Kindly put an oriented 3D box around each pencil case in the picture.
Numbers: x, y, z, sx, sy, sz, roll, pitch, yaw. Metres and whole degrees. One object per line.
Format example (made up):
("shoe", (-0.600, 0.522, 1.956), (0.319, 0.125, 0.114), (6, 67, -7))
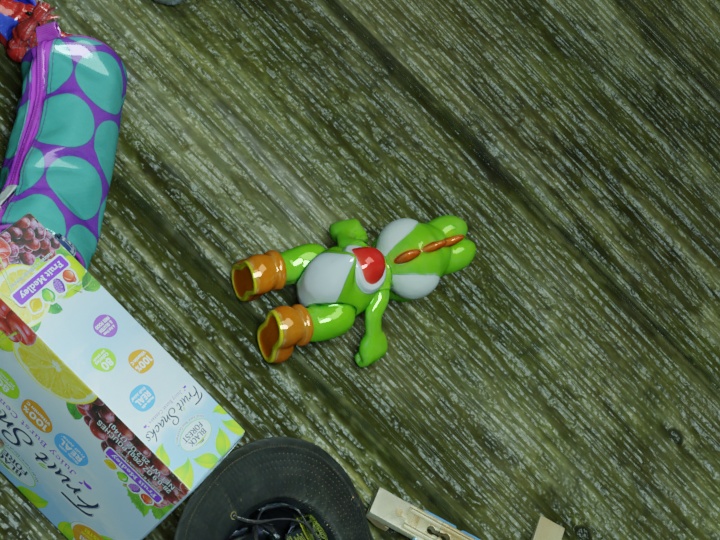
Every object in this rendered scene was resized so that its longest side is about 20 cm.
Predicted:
("pencil case", (-0.230, -0.081, 1.191), (0.093, 0.084, 0.201), (49, 35, -44))

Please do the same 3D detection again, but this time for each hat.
("hat", (-0.077, 0.216, 1.099), (0.200, 0.081, 0.203), (15, 68, -42))

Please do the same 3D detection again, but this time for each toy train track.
("toy train track", (0.092, 0.230, 1.244), (0.199, 0.033, 0.115), (29, 57, -7))

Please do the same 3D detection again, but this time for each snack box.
("snack box", (-0.194, 0.086, 1.053), (0.200, 0.169, 0.068), (46, 50, 0))

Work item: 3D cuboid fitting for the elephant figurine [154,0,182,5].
("elephant figurine", (-0.200, -0.321, 1.325), (0.199, 0.155, 0.143), (21, 74, -31))

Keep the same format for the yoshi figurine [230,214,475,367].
("yoshi figurine", (-0.003, 0.010, 1.296), (0.199, 0.113, 0.112), (-18, 31, -25))

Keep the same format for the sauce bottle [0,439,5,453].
("sauce bottle", (-0.328, 0.076, 1.043), (0.200, 0.065, 0.065), (39, 48, -3))

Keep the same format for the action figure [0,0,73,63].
("action figure", (-0.299, -0.229, 1.237), (0.199, 0.099, 0.066), (29, 51, -18))
